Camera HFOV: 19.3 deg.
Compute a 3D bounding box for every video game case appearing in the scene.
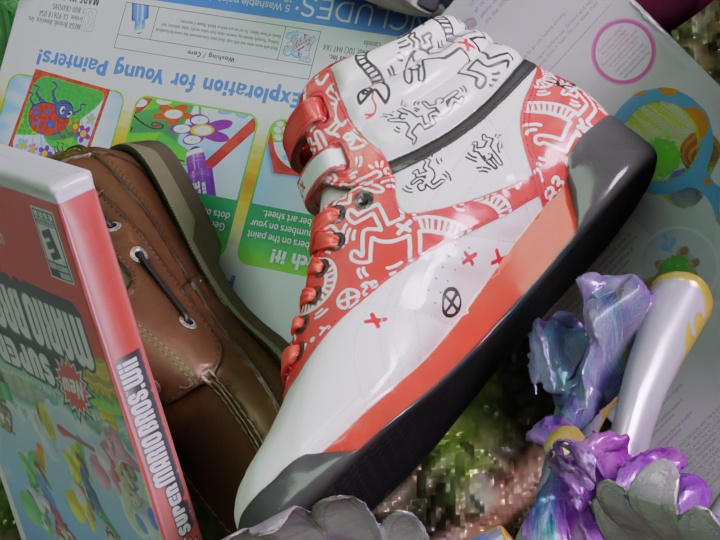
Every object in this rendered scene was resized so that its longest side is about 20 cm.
[{"bbox_3d":[-0.105,0.050,0.752,0.017,0.201,0.143,-26,23,-28],"label":"video game case"}]

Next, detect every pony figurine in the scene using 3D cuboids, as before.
[{"bbox_3d":[0.070,0.098,0.656,0.165,0.194,0.201,-3,43,29],"label":"pony figurine"}]

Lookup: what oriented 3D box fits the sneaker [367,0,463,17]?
[{"bbox_3d":[0.053,-0.171,0.845,0.200,0.078,0.079,-38,30,-30],"label":"sneaker"}]

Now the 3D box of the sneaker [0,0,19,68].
[{"bbox_3d":[-0.172,-0.124,0.952,0.073,0.084,0.201,-7,61,17],"label":"sneaker"}]

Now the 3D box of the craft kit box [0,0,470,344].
[{"bbox_3d":[-0.068,-0.019,0.855,0.199,0.048,0.199,12,80,25],"label":"craft kit box"}]

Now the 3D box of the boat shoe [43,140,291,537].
[{"bbox_3d":[-0.071,0.038,0.771,0.068,0.072,0.200,-8,50,-38],"label":"boat shoe"}]

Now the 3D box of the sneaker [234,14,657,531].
[{"bbox_3d":[0.000,0.000,0.725,0.108,0.067,0.201,38,72,17],"label":"sneaker"}]

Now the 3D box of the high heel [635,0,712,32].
[{"bbox_3d":[0.175,-0.155,0.833,0.095,0.068,0.200,11,43,35],"label":"high heel"}]

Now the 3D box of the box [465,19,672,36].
[{"bbox_3d":[0.044,-0.139,0.910,0.143,0.036,0.201,-19,60,10],"label":"box"}]

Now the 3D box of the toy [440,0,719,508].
[{"bbox_3d":[0.100,-0.021,0.783,0.200,0.047,0.115,47,105,10],"label":"toy"}]

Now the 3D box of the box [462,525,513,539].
[{"bbox_3d":[-0.017,0.185,0.756,0.199,0.042,0.120,-23,58,5],"label":"box"}]
